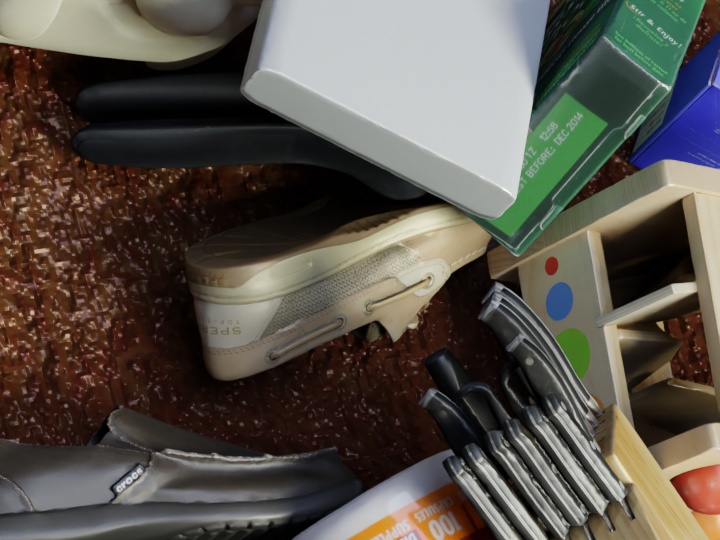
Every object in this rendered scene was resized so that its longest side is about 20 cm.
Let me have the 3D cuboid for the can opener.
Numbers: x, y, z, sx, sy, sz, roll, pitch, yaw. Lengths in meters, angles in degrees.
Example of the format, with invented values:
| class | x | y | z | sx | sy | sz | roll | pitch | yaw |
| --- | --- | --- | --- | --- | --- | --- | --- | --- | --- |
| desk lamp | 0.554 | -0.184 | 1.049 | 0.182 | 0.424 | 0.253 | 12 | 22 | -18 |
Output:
| class | x | y | z | sx | sy | sz | roll | pitch | yaw |
| --- | --- | --- | --- | --- | --- | --- | --- | --- | --- |
| can opener | -0.037 | -0.074 | 1.420 | 0.199 | 0.079 | 0.063 | 1 | 42 | 8 |

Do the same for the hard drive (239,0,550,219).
| class | x | y | z | sx | sy | sz | roll | pitch | yaw |
| --- | --- | --- | --- | --- | --- | --- | --- | --- | --- |
| hard drive | 0.024 | -0.130 | 1.367 | 0.132 | 0.027 | 0.200 | 26 | 49 | -17 |

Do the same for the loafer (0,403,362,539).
| class | x | y | z | sx | sy | sz | roll | pitch | yaw |
| --- | --- | --- | --- | --- | --- | --- | --- | --- | --- |
| loafer | -0.094 | 0.091 | 1.340 | 0.199 | 0.073 | 0.072 | -2 | 71 | -23 |

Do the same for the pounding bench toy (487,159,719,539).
| class | x | y | z | sx | sy | sz | roll | pitch | yaw |
| --- | --- | --- | --- | --- | --- | --- | --- | --- | --- |
| pounding bench toy | 0.184 | 0.054 | 1.440 | 0.200 | 0.124 | 0.156 | 8 | 64 | -40 |

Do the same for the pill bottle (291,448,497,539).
| class | x | y | z | sx | sy | sz | roll | pitch | yaw |
| --- | --- | --- | --- | --- | --- | --- | --- | --- | --- |
| pill bottle | 0.053 | 0.189 | 1.337 | 0.113 | 0.113 | 0.200 | -26 | 80 | -29 |

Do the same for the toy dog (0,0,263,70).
| class | x | y | z | sx | sy | sz | roll | pitch | yaw |
| --- | --- | --- | --- | --- | --- | --- | --- | --- | --- |
| toy dog | -0.153 | -0.153 | 1.382 | 0.199 | 0.194 | 0.140 | -11 | 69 | -3 |

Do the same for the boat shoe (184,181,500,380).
| class | x | y | z | sx | sy | sz | roll | pitch | yaw |
| --- | --- | --- | --- | --- | --- | --- | --- | --- | --- |
| boat shoe | 0.000 | 0.000 | 1.431 | 0.200 | 0.071 | 0.065 | -17 | 110 | -36 |

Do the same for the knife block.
| class | x | y | z | sx | sy | sz | roll | pitch | yaw |
| --- | --- | --- | --- | --- | --- | --- | --- | --- | --- |
| knife block | 0.103 | 0.104 | 1.322 | 0.200 | 0.064 | 0.176 | 38 | 24 | -54 |

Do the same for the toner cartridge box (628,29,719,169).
| class | x | y | z | sx | sy | sz | roll | pitch | yaw |
| --- | --- | --- | --- | --- | --- | --- | --- | --- | --- |
| toner cartridge box | 0.246 | -0.047 | 1.531 | 0.200 | 0.095 | 0.043 | 26 | 60 | -11 |

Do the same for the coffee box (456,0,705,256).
| class | x | y | z | sx | sy | sz | roll | pitch | yaw |
| --- | --- | --- | --- | --- | --- | --- | --- | --- | --- |
| coffee box | 0.114 | -0.102 | 1.441 | 0.044 | 0.123 | 0.200 | 37 | 33 | -6 |
